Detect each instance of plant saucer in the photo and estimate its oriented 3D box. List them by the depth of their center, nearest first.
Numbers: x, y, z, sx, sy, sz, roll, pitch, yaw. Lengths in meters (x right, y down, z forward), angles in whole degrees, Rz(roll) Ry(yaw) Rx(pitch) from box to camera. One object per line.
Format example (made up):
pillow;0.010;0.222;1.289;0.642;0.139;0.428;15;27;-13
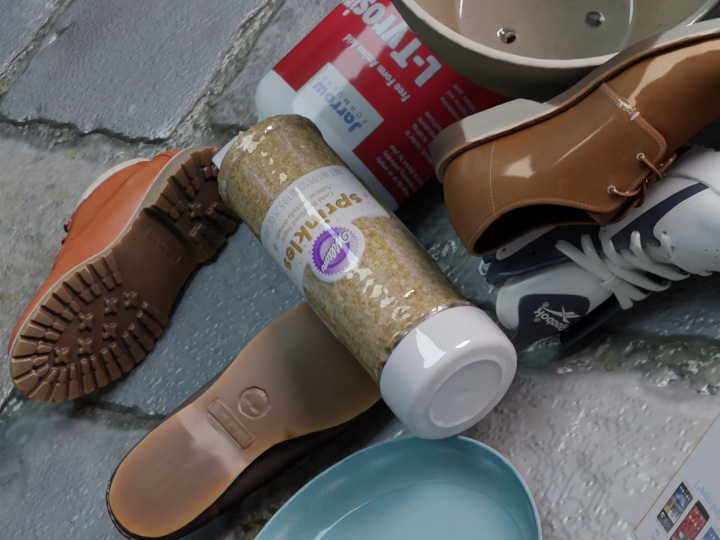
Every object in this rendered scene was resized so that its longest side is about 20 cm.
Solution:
plant saucer;0.009;0.172;1.010;0.200;0.027;0.201;-26;39;23

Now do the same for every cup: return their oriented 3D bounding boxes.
cup;0.100;-0.168;1.072;0.199;0.143;0.201;-1;71;2

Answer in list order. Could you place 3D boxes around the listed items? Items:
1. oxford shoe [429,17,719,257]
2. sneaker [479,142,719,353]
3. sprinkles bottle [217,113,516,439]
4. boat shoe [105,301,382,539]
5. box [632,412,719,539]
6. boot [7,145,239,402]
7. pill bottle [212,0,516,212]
oxford shoe;0.130;-0.061;0.978;0.200;0.071;0.071;-25;61;26
sneaker;0.130;-0.001;1.027;0.130;0.079;0.199;-54;42;-4
sprinkles bottle;0.000;0.000;1.073;0.068;0.068;0.200;-42;54;2
boat shoe;-0.054;0.078;1.123;0.200;0.070;0.070;-33;80;-9
box;0.189;0.094;0.852;0.200;0.041;0.119;-56;31;19
boot;-0.166;0.001;1.311;0.107;0.075;0.200;9;52;51
pill bottle;0.012;-0.103;1.205;0.200;0.112;0.112;-44;36;0
